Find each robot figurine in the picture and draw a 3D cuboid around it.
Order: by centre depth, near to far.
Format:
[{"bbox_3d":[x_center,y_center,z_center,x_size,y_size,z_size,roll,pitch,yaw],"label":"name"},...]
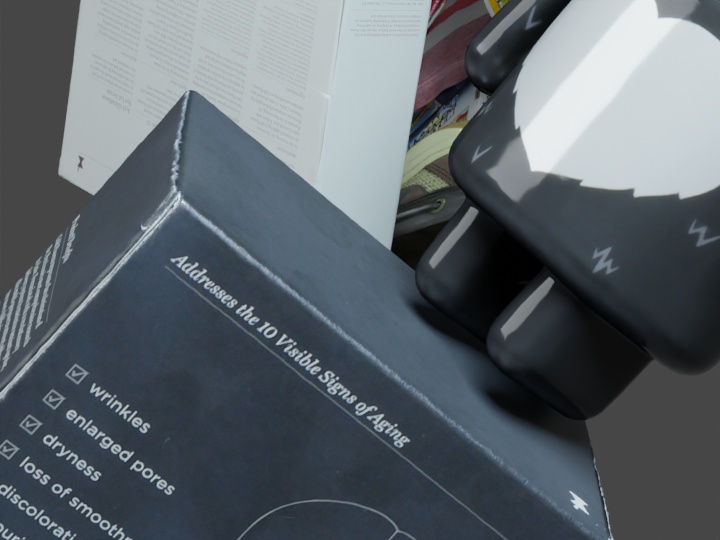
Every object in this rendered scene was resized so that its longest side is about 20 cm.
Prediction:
[{"bbox_3d":[0.110,-0.046,1.042,0.200,0.150,0.125,-49,3,5],"label":"robot figurine"}]

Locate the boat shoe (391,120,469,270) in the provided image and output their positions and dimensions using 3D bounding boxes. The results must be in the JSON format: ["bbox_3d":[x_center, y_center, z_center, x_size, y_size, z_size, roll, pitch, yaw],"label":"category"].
[{"bbox_3d":[-0.003,0.016,1.320,0.200,0.073,0.065,-48,15,26],"label":"boat shoe"}]

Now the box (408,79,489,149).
[{"bbox_3d":[0.000,0.000,1.420,0.200,0.035,0.110,-43,17,27],"label":"box"}]

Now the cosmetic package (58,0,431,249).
[{"bbox_3d":[-0.054,-0.084,1.301,0.200,0.052,0.151,29,113,49],"label":"cosmetic package"}]

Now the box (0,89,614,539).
[{"bbox_3d":[-0.051,0.082,1.066,0.197,0.200,0.124,-46,15,16],"label":"box"}]

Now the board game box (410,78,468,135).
[{"bbox_3d":[0.025,-0.150,1.508,0.034,0.135,0.200,-29,25,57],"label":"board game box"}]

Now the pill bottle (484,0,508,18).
[{"bbox_3d":[0.107,-0.141,1.275,0.104,0.104,0.200,-54,-1,-12],"label":"pill bottle"}]

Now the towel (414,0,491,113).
[{"bbox_3d":[0.075,-0.164,1.398,0.144,0.023,0.200,-35,-24,-45],"label":"towel"}]
